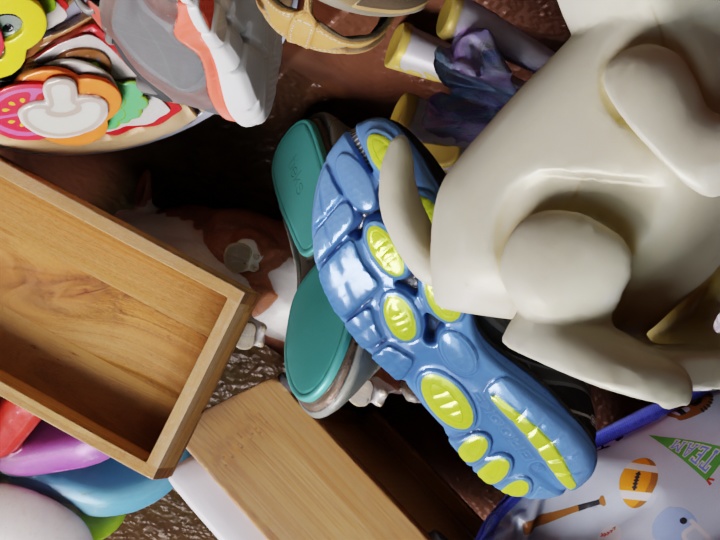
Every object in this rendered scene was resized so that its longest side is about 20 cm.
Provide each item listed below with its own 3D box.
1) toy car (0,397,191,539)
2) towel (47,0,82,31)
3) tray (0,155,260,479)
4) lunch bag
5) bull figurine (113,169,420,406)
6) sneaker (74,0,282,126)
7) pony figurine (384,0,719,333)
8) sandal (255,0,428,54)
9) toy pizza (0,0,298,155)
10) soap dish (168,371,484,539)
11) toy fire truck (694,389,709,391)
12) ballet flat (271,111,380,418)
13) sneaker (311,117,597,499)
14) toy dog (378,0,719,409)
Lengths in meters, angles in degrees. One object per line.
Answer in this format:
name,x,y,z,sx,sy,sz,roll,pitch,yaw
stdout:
toy car,-0.167,0.062,1.408,0.149,0.176,0.200,-20,128,32
towel,-0.191,-0.158,1.264,0.147,0.050,0.201,6,139,2
tray,-0.157,0.009,1.304,0.199,0.099,0.037,28,-176,11
lunch bag,0.150,0.160,1.406,0.199,0.124,0.171,-26,138,-11
bull figurine,-0.040,0.012,1.371,0.199,0.121,0.066,19,101,-15
sneaker,-0.092,-0.125,1.156,0.081,0.077,0.200,3,148,15
pony figurine,0.116,-0.059,1.214,0.199,0.168,0.193,20,173,-10
sandal,-0.016,-0.120,1.144,0.080,0.200,0.054,25,98,-7
toy pizza,-0.124,-0.117,1.243,0.199,0.032,0.201,-7,140,-6
soap dish,-0.004,0.128,1.404,0.081,0.200,0.157,-46,76,7
toy fire truck,0.163,0.029,1.299,0.199,0.049,0.141,-3,173,22
ballet flat,0.000,0.000,1.269,0.063,0.201,0.067,27,121,-26
sneaker,0.043,0.013,1.196,0.070,0.083,0.200,-22,121,26
toy dog,0.113,-0.065,1.077,0.193,0.201,0.139,23,-171,39
